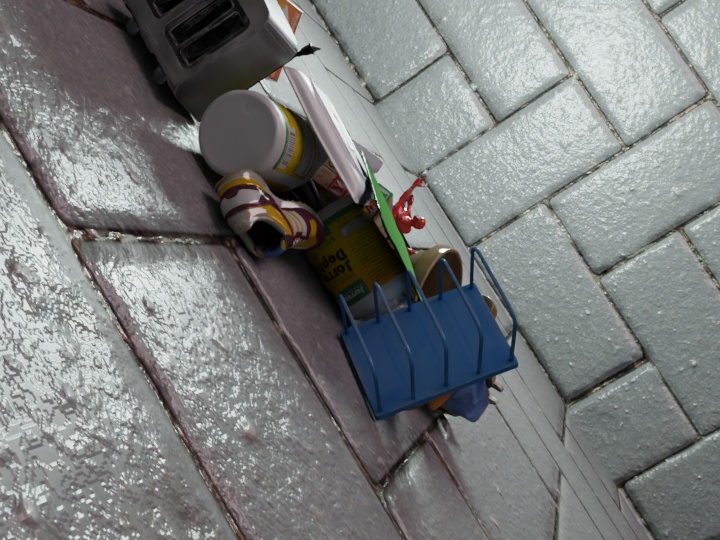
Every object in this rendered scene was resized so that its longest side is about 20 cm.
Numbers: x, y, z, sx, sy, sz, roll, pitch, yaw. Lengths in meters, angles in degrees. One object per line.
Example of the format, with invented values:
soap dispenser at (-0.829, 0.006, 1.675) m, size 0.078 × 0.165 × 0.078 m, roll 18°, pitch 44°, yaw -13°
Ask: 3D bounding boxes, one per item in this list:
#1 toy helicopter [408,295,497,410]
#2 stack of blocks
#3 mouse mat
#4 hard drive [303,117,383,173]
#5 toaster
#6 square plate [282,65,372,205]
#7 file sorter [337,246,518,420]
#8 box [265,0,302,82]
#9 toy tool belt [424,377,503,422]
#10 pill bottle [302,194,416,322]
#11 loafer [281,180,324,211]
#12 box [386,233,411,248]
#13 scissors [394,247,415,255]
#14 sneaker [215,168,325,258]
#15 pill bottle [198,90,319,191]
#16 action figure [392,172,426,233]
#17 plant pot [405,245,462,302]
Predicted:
toy helicopter at (0.115, 0.114, 1.222) m, size 0.079 × 0.200 × 0.132 m, roll 47°, pitch -2°, yaw -39°
stack of blocks at (-0.012, -0.101, 1.425) m, size 0.115 × 0.059 × 0.200 m, roll 37°, pitch -12°, yaw 10°
mouse mat at (0.046, -0.056, 1.252) m, size 0.161 × 0.008 × 0.200 m, roll -104°, pitch 171°, yaw -46°
hard drive at (-0.056, -0.187, 1.427) m, size 0.132 × 0.027 × 0.200 m, roll 34°, pitch -13°, yaw -16°
toaster at (-0.190, -0.322, 1.153) m, size 0.181 × 0.200 × 0.119 m, roll 61°, pitch 8°, yaw 14°
square plate at (-0.035, -0.183, 1.222) m, size 0.200 × 0.028 × 0.198 m, roll 62°, pitch 6°, yaw 0°
file sorter at (0.085, 0.074, 1.135) m, size 0.123 × 0.200 × 0.139 m, roll 83°, pitch -15°, yaw -55°
box at (-0.194, -0.386, 1.357) m, size 0.097 × 0.124 × 0.200 m, roll 21°, pitch 3°, yaw 26°
toy tool belt at (0.164, 0.183, 1.394) m, size 0.123 × 0.125 × 0.200 m, roll 18°, pitch -30°, yaw 36°
pill bottle at (0.000, 0.000, 1.277) m, size 0.200 × 0.113 × 0.113 m, roll 57°, pitch 12°, yaw 1°
loafer at (-0.123, -0.151, 1.346) m, size 0.200 × 0.063 × 0.072 m, roll 62°, pitch -18°, yaw -4°
box at (0.038, -0.082, 1.661) m, size 0.200 × 0.050 × 0.199 m, roll 56°, pitch 1°, yaw 35°
scissors at (0.081, -0.005, 1.516) m, size 0.200 × 0.073 × 0.014 m, roll 46°, pitch 54°, yaw -62°
sneaker at (-0.105, -0.046, 1.104) m, size 0.200 × 0.075 × 0.090 m, roll 29°, pitch 38°, yaw -53°
pill bottle at (-0.123, -0.164, 1.175) m, size 0.113 × 0.113 × 0.200 m, roll 59°, pitch 13°, yaw 9°
action figure at (0.049, -0.127, 1.510) m, size 0.200 × 0.099 × 0.065 m, roll 30°, pitch -15°, yaw 40°
plant pot at (0.081, 0.049, 1.418) m, size 0.093 × 0.201 × 0.201 m, roll 18°, pitch -5°, yaw 24°
